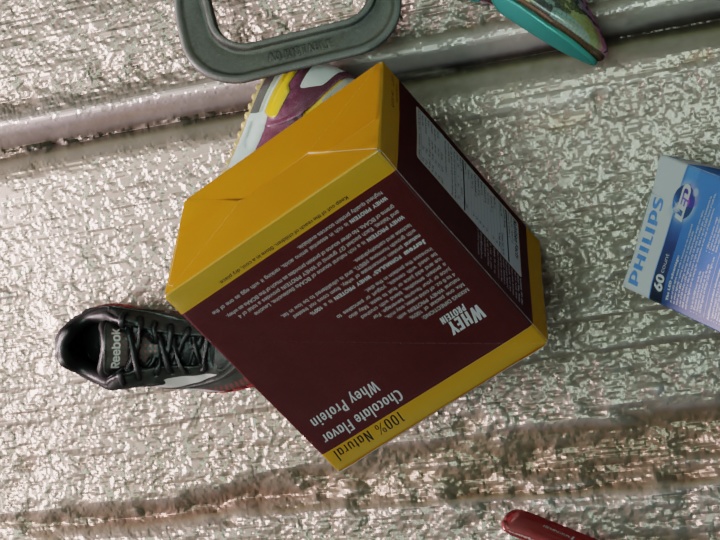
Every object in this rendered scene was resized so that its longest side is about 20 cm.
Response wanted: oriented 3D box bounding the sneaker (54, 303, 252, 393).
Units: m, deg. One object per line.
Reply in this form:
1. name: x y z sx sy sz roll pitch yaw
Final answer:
1. sneaker: -0.158 0.064 1.542 0.200 0.098 0.071 3 93 21

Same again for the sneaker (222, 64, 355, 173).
1. sneaker: -0.055 -0.063 1.494 0.090 0.075 0.201 24 104 24

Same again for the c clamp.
1. c clamp: -0.072 -0.227 1.481 0.199 0.027 0.171 -8 68 -2

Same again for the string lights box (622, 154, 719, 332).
1. string lights box: 0.272 -0.005 1.319 0.200 0.059 0.103 31 109 56

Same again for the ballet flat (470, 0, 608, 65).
1. ballet flat: 0.106 -0.223 1.433 0.200 0.069 0.071 27 84 20

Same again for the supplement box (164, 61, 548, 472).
1. supplement box: 0.000 0.000 1.404 0.197 0.133 0.200 -33 116 21

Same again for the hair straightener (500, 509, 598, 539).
1. hair straightener: 0.195 0.246 1.445 0.199 0.041 0.077 17 115 16
